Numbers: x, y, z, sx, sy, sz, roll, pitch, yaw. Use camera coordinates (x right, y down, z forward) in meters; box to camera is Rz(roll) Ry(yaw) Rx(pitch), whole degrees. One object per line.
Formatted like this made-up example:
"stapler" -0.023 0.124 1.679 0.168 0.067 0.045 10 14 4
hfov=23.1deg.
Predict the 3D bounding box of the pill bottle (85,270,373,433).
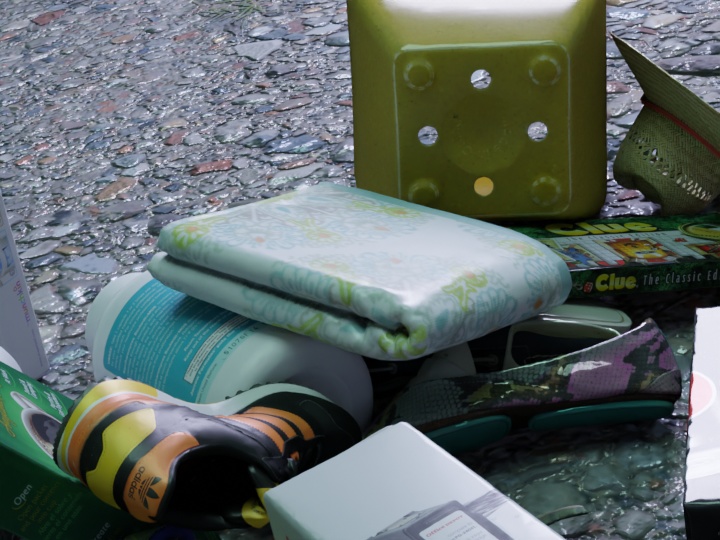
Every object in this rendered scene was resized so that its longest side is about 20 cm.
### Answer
"pill bottle" -0.090 0.061 1.067 0.110 0.111 0.200 -26 31 -29

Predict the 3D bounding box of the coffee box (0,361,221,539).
"coffee box" -0.168 0.103 0.935 0.044 0.200 0.123 -52 33 7

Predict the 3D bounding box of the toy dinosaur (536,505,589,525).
"toy dinosaur" 0.015 0.143 0.947 0.199 0.048 0.088 -15 30 -18

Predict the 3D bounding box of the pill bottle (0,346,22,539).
"pill bottle" -0.249 0.122 1.004 0.113 0.114 0.200 -9 27 3

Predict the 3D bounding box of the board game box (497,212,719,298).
"board game box" 0.172 -0.011 1.146 0.199 0.024 0.105 -4 16 -21

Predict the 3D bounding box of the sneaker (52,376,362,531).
"sneaker" -0.059 0.105 0.903 0.199 0.070 0.090 9 19 -47

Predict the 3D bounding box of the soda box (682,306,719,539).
"soda box" 0.211 0.092 0.944 0.070 0.064 0.200 -4 27 14

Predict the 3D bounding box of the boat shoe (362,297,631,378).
"boat shoe" 0.067 0.046 1.087 0.199 0.062 0.075 1 11 -8

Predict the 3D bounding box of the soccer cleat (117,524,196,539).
"soccer cleat" -0.072 0.188 0.826 0.083 0.065 0.200 -33 41 -11

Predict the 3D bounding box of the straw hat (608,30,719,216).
"straw hat" 0.225 -0.081 1.249 0.085 0.201 0.201 -54 26 10

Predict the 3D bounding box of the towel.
"towel" 0.000 0.000 1.028 0.199 0.048 0.171 16 22 32

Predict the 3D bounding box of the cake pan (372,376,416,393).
"cake pan" -0.011 0.022 1.198 0.199 0.037 0.201 -9 27 5

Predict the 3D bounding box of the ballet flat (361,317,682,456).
"ballet flat" 0.087 0.067 1.025 0.199 0.069 0.072 -11 70 -5

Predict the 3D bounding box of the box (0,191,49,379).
"box" -0.299 -0.002 1.171 0.112 0.201 0.101 12 35 35

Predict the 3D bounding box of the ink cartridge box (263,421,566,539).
"ink cartridge box" 0.050 0.174 0.749 0.083 0.146 0.200 -25 30 -22

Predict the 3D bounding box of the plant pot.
"plant pot" 0.083 -0.124 1.224 0.193 0.197 0.200 -2 20 3
